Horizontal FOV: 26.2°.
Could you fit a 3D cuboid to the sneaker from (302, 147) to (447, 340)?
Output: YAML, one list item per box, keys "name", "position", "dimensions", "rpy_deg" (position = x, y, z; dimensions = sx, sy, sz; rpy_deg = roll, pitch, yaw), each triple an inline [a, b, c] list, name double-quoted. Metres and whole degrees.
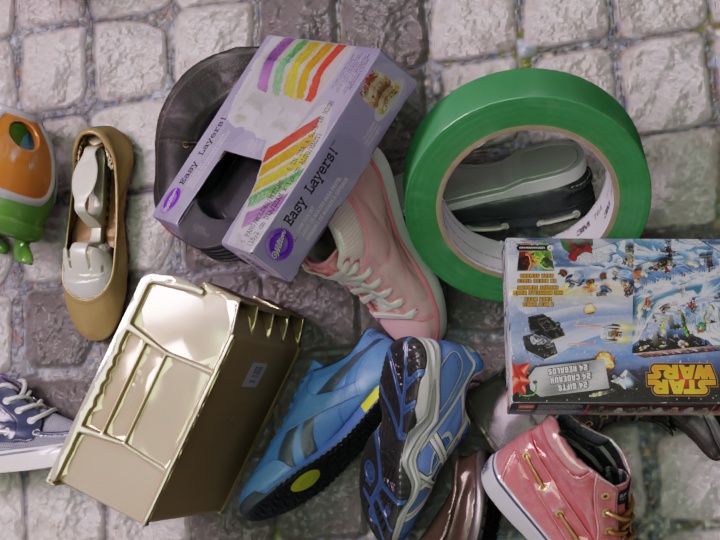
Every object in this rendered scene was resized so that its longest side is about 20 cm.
- name: "sneaker"
  position: [0.000, 0.000, 1.299]
  dimensions: [0.075, 0.105, 0.201]
  rpy_deg: [0, 121, 41]

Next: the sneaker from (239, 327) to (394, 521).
- name: "sneaker"
  position: [-0.038, 0.134, 1.357]
  dimensions: [0.200, 0.066, 0.079]
  rpy_deg: [-44, 62, 7]

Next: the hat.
- name: "hat"
  position: [-0.089, -0.097, 1.382]
  dimensions: [0.199, 0.081, 0.202]
  rpy_deg: [-5, 71, 16]

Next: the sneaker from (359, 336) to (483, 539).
- name: "sneaker"
  position: [0.052, 0.148, 1.304]
  dimensions: [0.076, 0.077, 0.201]
  rpy_deg: [48, 132, 48]

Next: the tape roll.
- name: "tape roll"
  position: [0.134, -0.066, 1.257]
  dimensions: [0.199, 0.048, 0.201]
  rpy_deg: [0, 126, 0]

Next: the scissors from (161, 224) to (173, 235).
- name: "scissors"
  position: [-0.098, -0.027, 1.417]
  dimensions: [0.199, 0.014, 0.073]
  rpy_deg: [33, 90, 16]

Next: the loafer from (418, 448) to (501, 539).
- name: "loafer"
  position: [0.069, 0.245, 1.302]
  dimensions: [0.071, 0.073, 0.201]
  rpy_deg: [12, 89, 17]

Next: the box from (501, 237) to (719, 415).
- name: "box"
  position: [0.213, 0.044, 1.228]
  dimensions: [0.199, 0.040, 0.138]
  rpy_deg: [1, 70, -1]

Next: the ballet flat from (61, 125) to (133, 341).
- name: "ballet flat"
  position: [-0.251, -0.037, 1.432]
  dimensions: [0.068, 0.063, 0.201]
  rpy_deg: [0, 84, 16]

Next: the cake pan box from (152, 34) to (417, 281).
- name: "cake pan box"
  position: [-0.068, -0.093, 1.254]
  dimensions: [0.201, 0.052, 0.184]
  rpy_deg: [-57, 32, -7]

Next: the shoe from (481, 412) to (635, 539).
- name: "shoe"
  position: [0.194, 0.205, 1.245]
  dimensions: [0.200, 0.071, 0.091]
  rpy_deg: [46, 123, 1]

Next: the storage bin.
- name: "storage bin"
  position: [-0.146, 0.107, 1.314]
  dimensions: [0.093, 0.200, 0.199]
  rpy_deg: [25, 90, 15]

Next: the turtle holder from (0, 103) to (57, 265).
- name: "turtle holder"
  position: [-0.352, -0.089, 1.441]
  dimensions: [0.140, 0.185, 0.133]
  rpy_deg: [18, 89, -15]

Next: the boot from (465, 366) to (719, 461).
- name: "boot"
  position: [0.196, 0.126, 1.295]
  dimensions: [0.174, 0.069, 0.200]
  rpy_deg: [-45, 70, 12]

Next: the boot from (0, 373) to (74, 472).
- name: "boot"
  position: [-0.311, 0.137, 1.422]
  dimensions: [0.199, 0.073, 0.091]
  rpy_deg: [-8, 87, 15]

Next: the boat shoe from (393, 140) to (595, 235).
- name: "boat shoe"
  position: [0.102, -0.057, 1.334]
  dimensions: [0.199, 0.076, 0.061]
  rpy_deg: [-7, 126, 21]
